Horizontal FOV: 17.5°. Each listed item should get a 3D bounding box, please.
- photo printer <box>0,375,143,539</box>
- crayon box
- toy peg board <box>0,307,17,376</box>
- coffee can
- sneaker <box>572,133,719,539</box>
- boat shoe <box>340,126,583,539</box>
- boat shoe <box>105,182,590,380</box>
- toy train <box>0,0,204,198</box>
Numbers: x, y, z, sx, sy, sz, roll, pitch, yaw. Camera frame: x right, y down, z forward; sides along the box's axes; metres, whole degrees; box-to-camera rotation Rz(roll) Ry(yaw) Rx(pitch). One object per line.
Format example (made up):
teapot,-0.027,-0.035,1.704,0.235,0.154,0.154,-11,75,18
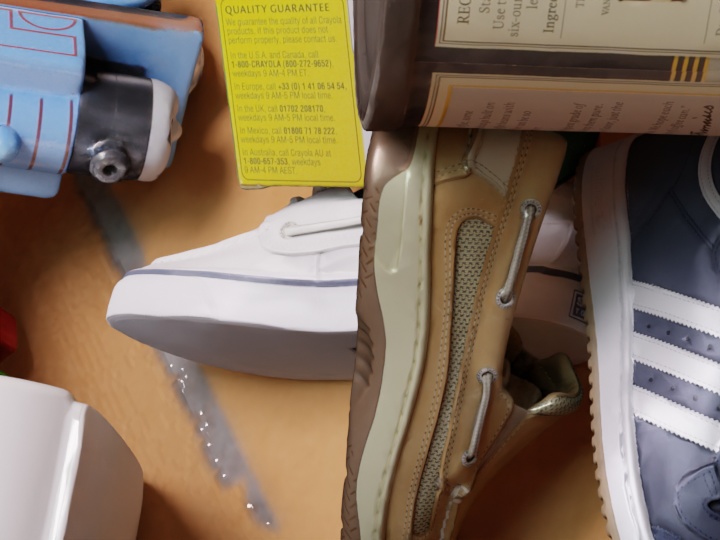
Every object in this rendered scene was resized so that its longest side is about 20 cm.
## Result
photo printer,-0.131,0.150,0.826,0.069,0.166,0.201,9,75,4
crayon box,0.010,-0.130,0.804,0.126,0.051,0.201,3,108,29
toy peg board,-0.227,0.039,0.986,0.200,0.098,0.200,-38,35,18
coffee can,0.101,-0.111,0.686,0.199,0.146,0.147,2,69,-4
sneaker,0.133,0.031,0.740,0.108,0.070,0.201,-22,58,29
boat shoe,0.035,0.042,0.766,0.076,0.201,0.072,5,35,4
boat shoe,0.000,0.000,0.852,0.199,0.074,0.066,0,69,24
toy train,-0.157,-0.080,0.917,0.115,0.199,0.087,-100,23,-48
